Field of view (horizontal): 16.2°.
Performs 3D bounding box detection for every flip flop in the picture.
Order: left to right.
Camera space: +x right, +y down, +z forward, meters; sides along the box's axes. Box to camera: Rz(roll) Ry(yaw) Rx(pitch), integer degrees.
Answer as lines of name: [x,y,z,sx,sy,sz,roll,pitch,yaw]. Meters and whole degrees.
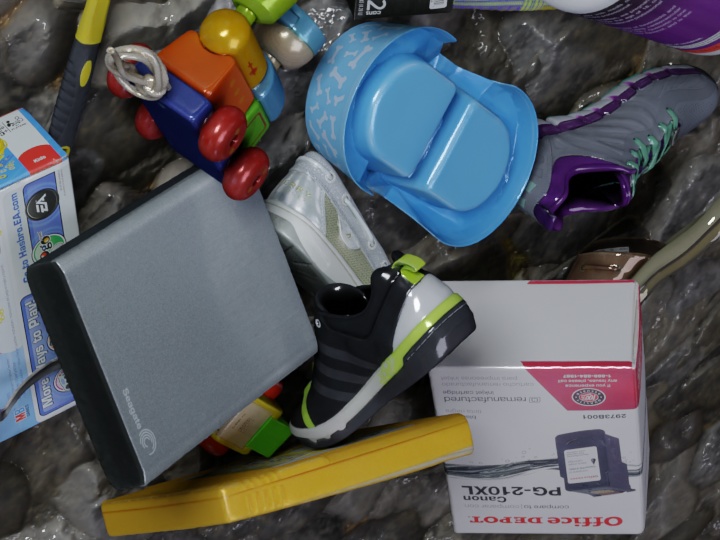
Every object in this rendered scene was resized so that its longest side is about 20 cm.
flip flop: [0.192,-0.004,1.836,0.200,0.058,0.081,-40,-178,19]

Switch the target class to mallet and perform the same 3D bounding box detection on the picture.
mallet: [-0.160,-0.137,1.420,0.066,0.041,0.200,-2,129,-41]

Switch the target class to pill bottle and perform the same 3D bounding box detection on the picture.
pill bottle: [0.171,-0.204,1.560,0.200,0.112,0.113,10,117,-47]

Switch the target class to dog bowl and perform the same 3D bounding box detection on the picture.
dog bowl: [0.037,-0.091,1.612,0.200,0.050,0.112,31,87,-52]

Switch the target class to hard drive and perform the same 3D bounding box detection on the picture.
hard drive: [-0.108,0.025,1.494,0.200,0.033,0.140,-37,110,-53]

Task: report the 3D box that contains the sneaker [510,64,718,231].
sneaker: [0.182,-0.076,1.743,0.200,0.088,0.075,-23,137,-25]

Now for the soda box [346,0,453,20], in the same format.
soda box: [0.024,-0.246,1.449,0.063,0.071,0.200,-6,131,-14]

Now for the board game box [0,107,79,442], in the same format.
board game box: [-0.255,0.030,1.461,0.196,0.056,0.200,-26,140,-23]

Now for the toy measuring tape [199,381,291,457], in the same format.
toy measuring tape: [-0.099,0.076,1.624,0.074,0.074,0.200,-47,157,2]

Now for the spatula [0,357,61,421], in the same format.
spatula: [-0.185,0.063,1.492,0.200,0.021,0.057,-27,153,-27]

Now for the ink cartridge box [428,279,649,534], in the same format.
ink cartridge box: [0.130,0.101,1.803,0.144,0.084,0.200,0,140,9]

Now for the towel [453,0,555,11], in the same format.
towel: [0.112,-0.228,1.595,0.200,0.023,0.144,-7,129,-38]

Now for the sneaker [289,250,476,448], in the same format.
sneaker: [0.002,0.043,1.606,0.072,0.083,0.200,-41,180,-40]

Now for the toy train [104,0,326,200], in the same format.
toy train: [-0.080,-0.128,1.429,0.116,0.085,0.200,-53,163,-9]

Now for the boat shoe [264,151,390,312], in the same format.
boat shoe: [-0.002,-0.001,1.659,0.065,0.074,0.202,-57,137,-13]

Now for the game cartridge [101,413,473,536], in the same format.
game cartridge: [-0.053,0.136,1.676,0.200,0.176,0.033,-11,88,-36]
